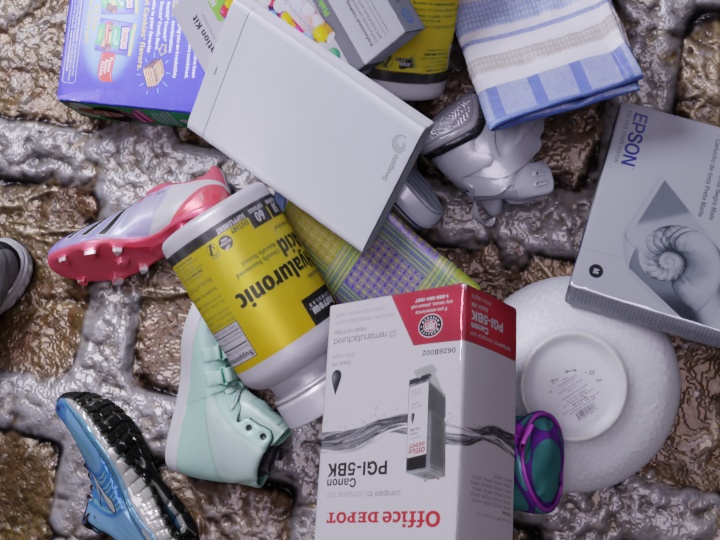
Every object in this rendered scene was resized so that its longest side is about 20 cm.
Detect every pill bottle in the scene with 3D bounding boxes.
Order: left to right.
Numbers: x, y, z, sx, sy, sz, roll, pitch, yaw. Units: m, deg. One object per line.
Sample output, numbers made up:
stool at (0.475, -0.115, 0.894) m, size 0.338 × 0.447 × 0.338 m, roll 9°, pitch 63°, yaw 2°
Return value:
pill bottle at (-0.081, 0.034, 0.990) m, size 0.110 × 0.111 × 0.202 m, roll -31°, pitch 93°, yaw 6°
pill bottle at (0.035, -0.262, 0.994) m, size 0.111 × 0.113 × 0.203 m, roll 11°, pitch 110°, yaw 10°

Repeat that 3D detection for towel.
towel at (0.000, 0.000, 1.012) m, size 0.199 × 0.023 × 0.144 m, roll 40°, pitch 122°, yaw 10°
towel at (0.158, -0.225, 1.002) m, size 0.145 × 0.024 × 0.203 m, roll -15°, pitch 60°, yaw 5°

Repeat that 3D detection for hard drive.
hard drive at (-0.048, -0.124, 0.957) m, size 0.199 × 0.027 × 0.133 m, roll 35°, pitch 123°, yaw 10°

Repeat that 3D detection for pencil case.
pencil case at (0.080, 0.162, 0.979) m, size 0.198 × 0.093 × 0.086 m, roll -3°, pitch 46°, yaw 37°

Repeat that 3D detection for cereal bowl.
cereal bowl at (0.191, 0.102, 1.008) m, size 0.196 × 0.083 × 0.204 m, roll -1°, pitch 85°, yaw 9°

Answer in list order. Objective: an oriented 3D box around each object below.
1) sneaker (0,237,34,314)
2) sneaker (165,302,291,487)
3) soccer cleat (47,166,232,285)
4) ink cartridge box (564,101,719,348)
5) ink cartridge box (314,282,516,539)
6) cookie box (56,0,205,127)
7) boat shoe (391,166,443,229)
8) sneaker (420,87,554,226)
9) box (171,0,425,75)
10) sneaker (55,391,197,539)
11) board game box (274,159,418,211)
sneaker at (-0.400, 0.058, 1.110) m, size 0.073 × 0.079 × 0.203 m, roll 25°, pitch 91°, yaw 8°
sneaker at (-0.111, 0.105, 1.059) m, size 0.116 × 0.074 × 0.204 m, roll 12°, pitch 98°, yaw 16°
soccer cleat at (-0.216, -0.043, 1.102) m, size 0.197 × 0.067 × 0.077 m, roll -17°, pitch 52°, yaw 13°
ink cartridge box at (0.301, -0.036, 0.988) m, size 0.197 × 0.041 × 0.202 m, roll 16°, pitch 68°, yaw 9°
ink cartridge box at (0.045, 0.126, 0.906) m, size 0.145 × 0.082 × 0.203 m, roll -11°, pitch 67°, yaw 37°
cookie box at (-0.182, -0.232, 1.095) m, size 0.196 × 0.075 × 0.174 m, roll 7°, pitch 87°, yaw 9°
boat shoe at (-0.006, -0.101, 1.033) m, size 0.200 × 0.072 × 0.062 m, roll 46°, pitch 109°, yaw 18°
sneaker at (0.155, -0.134, 1.038) m, size 0.199 × 0.075 × 0.116 m, roll -36°, pitch 98°, yaw -11°
box at (-0.060, -0.220, 0.974) m, size 0.199 × 0.041 × 0.157 m, roll -32°, pitch 86°, yaw 36°
sneaker at (-0.244, 0.209, 1.075) m, size 0.089 × 0.078 × 0.202 m, roll -34°, pitch 81°, yaw 9°
board game box at (-0.018, -0.043, 1.075) m, size 0.133 × 0.034 × 0.204 m, roll 7°, pitch 87°, yaw 9°
